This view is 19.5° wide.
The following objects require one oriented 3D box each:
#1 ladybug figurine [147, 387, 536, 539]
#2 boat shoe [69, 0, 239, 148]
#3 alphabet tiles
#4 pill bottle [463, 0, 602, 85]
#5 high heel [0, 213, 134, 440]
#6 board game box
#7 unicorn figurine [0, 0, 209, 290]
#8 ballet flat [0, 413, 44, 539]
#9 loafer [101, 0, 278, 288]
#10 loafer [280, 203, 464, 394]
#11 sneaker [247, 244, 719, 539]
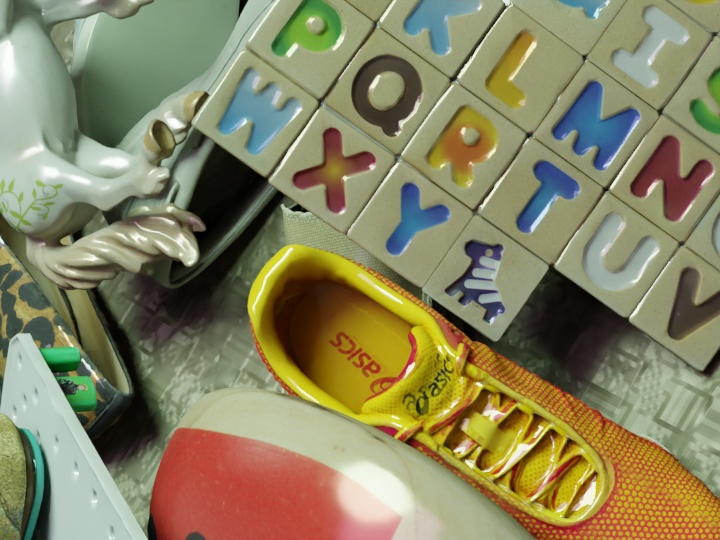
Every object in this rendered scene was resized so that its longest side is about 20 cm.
[{"bbox_3d":[-0.007,0.107,0.714,0.072,0.136,0.200,-45,36,-24],"label":"ladybug figurine"},{"bbox_3d":[-0.097,-0.133,0.973,0.071,0.070,0.201,-14,59,56],"label":"boat shoe"},{"bbox_3d":[0.069,-0.061,0.738,0.167,0.200,0.008,-55,4,2],"label":"alphabet tiles"},{"bbox_3d":[0.093,-0.161,0.800,0.113,0.113,0.200,12,76,41],"label":"pill bottle"},{"bbox_3d":[-0.133,-0.024,0.924,0.142,0.071,0.200,5,86,45],"label":"high heel"},{"bbox_3d":[-0.097,0.155,0.751,0.200,0.026,0.200,49,134,52],"label":"board game box"},{"bbox_3d":[-0.136,-0.085,0.876,0.137,0.074,0.200,-22,70,37],"label":"unicorn figurine"},{"bbox_3d":[-0.164,0.140,0.782,0.071,0.071,0.200,44,130,43],"label":"ballet flat"},{"bbox_3d":[-0.030,-0.075,0.884,0.200,0.070,0.070,-48,52,18],"label":"loafer"},{"bbox_3d":[0.000,0.000,0.816,0.076,0.067,0.200,-9,61,34],"label":"loafer"},{"bbox_3d":[0.040,0.062,0.717,0.200,0.077,0.073,29,85,17],"label":"sneaker"}]
